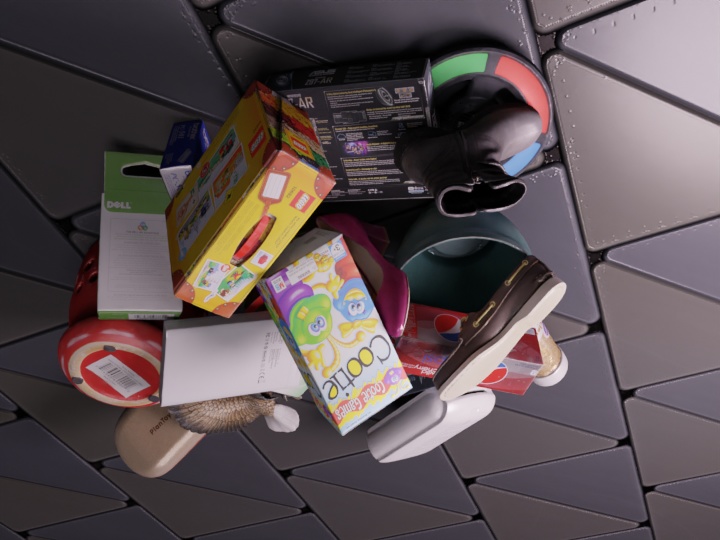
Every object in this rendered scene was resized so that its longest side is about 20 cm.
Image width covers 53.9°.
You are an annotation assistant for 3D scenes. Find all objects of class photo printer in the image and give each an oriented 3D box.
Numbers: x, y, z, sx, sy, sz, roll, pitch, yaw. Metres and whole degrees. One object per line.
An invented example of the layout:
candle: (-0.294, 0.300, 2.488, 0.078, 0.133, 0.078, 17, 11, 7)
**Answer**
photo printer: (0.127, 0.251, 1.208, 0.164, 0.071, 0.199, 3, 144, -48)

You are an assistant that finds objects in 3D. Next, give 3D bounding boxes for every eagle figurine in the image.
eagle figurine: (-0.196, 0.190, 1.136, 0.148, 0.197, 0.157, 13, 103, 39)

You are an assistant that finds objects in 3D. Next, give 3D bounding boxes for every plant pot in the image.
plant pot: (0.134, -0.015, 0.949, 0.194, 0.136, 0.204, 1, 135, 1)
plant pot: (-0.318, 0.076, 1.009, 0.194, 0.185, 0.204, -1, 134, -1)

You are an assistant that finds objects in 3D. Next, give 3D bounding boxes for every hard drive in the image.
hard drive: (-0.169, 0.116, 0.956, 0.195, 0.027, 0.135, -4, 128, -27)

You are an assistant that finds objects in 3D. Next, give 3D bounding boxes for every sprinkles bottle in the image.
sprinkles bottle: (0.258, 0.100, 1.102, 0.067, 0.069, 0.201, -23, 129, 22)

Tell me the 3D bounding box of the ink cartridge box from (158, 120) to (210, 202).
ink cartridge box: (-0.201, -0.079, 0.918, 0.043, 0.096, 0.203, -6, 134, 5)

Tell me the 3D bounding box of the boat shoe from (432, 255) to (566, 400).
boat shoe: (0.155, 0.070, 0.847, 0.200, 0.060, 0.072, -47, 149, 9)

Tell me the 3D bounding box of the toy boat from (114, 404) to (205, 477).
toy boat: (-0.327, 0.258, 1.229, 0.200, 0.131, 0.131, -44, 83, 4)

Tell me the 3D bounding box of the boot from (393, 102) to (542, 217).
boot: (0.144, -0.114, 0.774, 0.195, 0.132, 0.071, -21, 131, -17)

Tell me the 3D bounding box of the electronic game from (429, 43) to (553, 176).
electronic game: (0.135, -0.178, 0.858, 0.193, 0.042, 0.203, 1, 133, 1)

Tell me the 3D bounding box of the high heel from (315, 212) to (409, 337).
high heel: (0.000, 0.000, 0.859, 0.093, 0.203, 0.068, 10, 132, -20)

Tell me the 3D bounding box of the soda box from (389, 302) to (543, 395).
soda box: (0.133, 0.102, 0.922, 0.194, 0.064, 0.071, 13, 134, -10)

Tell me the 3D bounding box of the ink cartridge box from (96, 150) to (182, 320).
ink cartridge box: (-0.279, -0.042, 0.904, 0.101, 0.206, 0.059, 2, 166, -18)

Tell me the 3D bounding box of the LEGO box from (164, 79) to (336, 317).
LEGO box: (-0.129, -0.079, 0.773, 0.076, 0.151, 0.201, 25, 118, -36)

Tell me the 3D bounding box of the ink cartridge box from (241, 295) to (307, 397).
ink cartridge box: (-0.101, 0.102, 1.018, 0.161, 0.051, 0.199, -44, 148, 13)

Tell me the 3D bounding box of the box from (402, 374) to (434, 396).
box: (0.104, 0.152, 1.076, 0.155, 0.052, 0.198, -10, 169, -43)

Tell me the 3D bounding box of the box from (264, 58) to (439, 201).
box: (-0.004, -0.160, 0.846, 0.194, 0.044, 0.163, -1, 133, 17)

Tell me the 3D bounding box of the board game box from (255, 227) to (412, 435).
board game box: (-0.037, 0.068, 0.831, 0.101, 0.105, 0.204, -30, 106, -15)

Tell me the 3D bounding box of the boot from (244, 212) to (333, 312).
boot: (-0.076, 0.007, 1.027, 0.170, 0.067, 0.203, 11, 136, -5)
